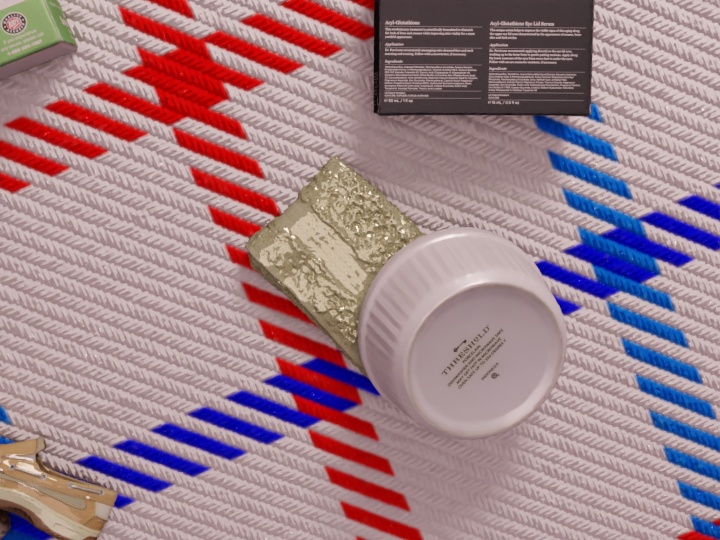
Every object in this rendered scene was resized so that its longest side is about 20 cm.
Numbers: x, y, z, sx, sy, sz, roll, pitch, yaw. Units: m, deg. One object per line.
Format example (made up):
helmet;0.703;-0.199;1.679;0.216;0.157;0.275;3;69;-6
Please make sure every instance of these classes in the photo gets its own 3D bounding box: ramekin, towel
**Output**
ramekin;0.103;0.068;0.988;0.202;0.094;0.203;-5;111;-14
towel;0.000;0.000;1.026;0.148;0.036;0.200;-45;98;3

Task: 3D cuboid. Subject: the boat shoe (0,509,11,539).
boat shoe;-0.449;0.243;1.018;0.199;0.076;0.072;21;99;-4

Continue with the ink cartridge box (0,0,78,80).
ink cartridge box;-0.367;-0.273;0.942;0.146;0.084;0.201;-21;98;0

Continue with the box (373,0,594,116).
box;0.113;-0.217;0.980;0.199;0.079;0.142;0;101;-3

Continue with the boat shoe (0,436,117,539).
boat shoe;-0.336;0.197;1.027;0.200;0.072;0.076;31;81;-14
